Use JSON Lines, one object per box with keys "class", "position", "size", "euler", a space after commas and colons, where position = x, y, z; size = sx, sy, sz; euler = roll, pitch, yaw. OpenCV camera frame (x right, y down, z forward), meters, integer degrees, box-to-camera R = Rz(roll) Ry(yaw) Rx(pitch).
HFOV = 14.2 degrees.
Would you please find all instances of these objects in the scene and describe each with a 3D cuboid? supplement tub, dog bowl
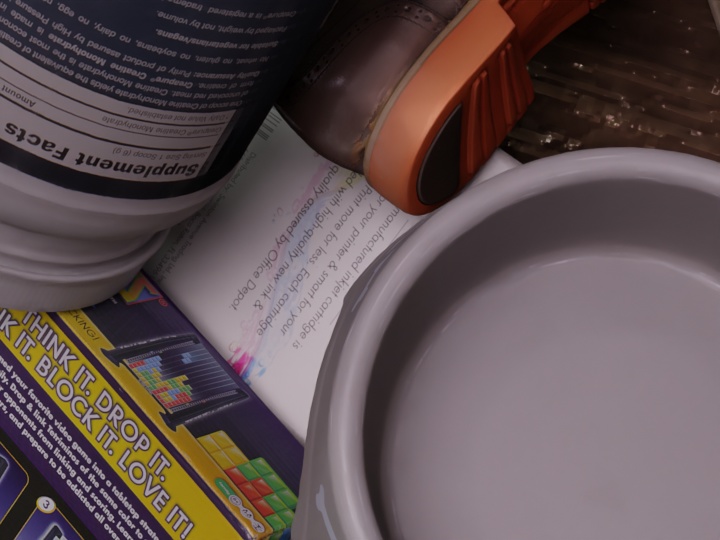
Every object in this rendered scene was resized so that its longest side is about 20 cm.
{"class": "supplement tub", "position": [-0.076, -0.100, 0.854], "size": [0.140, 0.140, 0.200], "euler": [47, 126, 19]}
{"class": "dog bowl", "position": [0.077, 0.055, 0.849], "size": [0.199, 0.059, 0.201], "euler": [1, 74, -3]}

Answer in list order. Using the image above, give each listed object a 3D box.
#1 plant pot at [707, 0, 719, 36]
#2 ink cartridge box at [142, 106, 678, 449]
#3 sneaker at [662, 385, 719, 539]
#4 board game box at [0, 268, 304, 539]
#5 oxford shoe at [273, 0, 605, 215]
{"class": "plant pot", "position": [0.219, -0.089, 0.871], "size": [0.183, 0.201, 0.201], "euler": [-24, 73, -4]}
{"class": "ink cartridge box", "position": [0.000, 0.000, 0.957], "size": [0.200, 0.067, 0.116], "euler": [37, 89, 19]}
{"class": "sneaker", "position": [0.062, 0.109, 0.911], "size": [0.084, 0.075, 0.201], "euler": [19, 83, 8]}
{"class": "board game box", "position": [-0.121, 0.065, 0.945], "size": [0.200, 0.057, 0.165], "euler": [47, 120, 18]}
{"class": "oxford shoe", "position": [0.047, -0.113, 0.922], "size": [0.073, 0.071, 0.200], "euler": [32, 68, 22]}
